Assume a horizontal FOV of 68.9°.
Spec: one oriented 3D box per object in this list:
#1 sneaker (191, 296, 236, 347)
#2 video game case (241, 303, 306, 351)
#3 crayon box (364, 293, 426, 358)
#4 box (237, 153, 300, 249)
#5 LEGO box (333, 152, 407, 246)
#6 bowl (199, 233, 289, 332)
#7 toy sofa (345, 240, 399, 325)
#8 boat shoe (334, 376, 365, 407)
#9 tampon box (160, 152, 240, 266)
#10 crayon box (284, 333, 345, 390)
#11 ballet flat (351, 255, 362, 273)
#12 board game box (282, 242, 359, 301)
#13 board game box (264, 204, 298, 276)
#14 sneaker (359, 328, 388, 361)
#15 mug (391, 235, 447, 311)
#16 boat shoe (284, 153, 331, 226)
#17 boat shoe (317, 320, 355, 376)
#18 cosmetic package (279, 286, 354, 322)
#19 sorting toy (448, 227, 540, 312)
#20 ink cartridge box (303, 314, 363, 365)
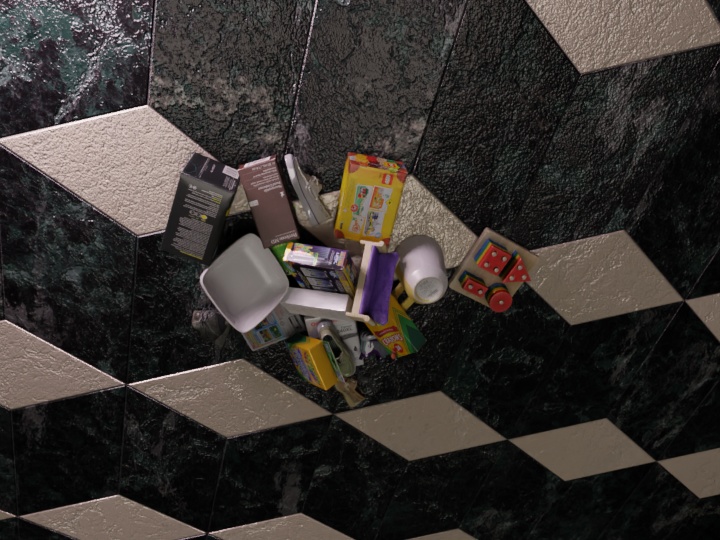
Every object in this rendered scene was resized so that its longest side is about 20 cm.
[{"bbox_3d":[-0.399,0.124,1.433,0.112,0.077,0.201,23,132,-13],"label":"sneaker"},{"bbox_3d":[-0.272,0.122,1.496,0.178,0.024,0.203,-20,121,6],"label":"video game case"},{"bbox_3d":[0.073,0.139,1.423,0.201,0.051,0.126,52,146,-5],"label":"crayon box"},{"bbox_3d":[-0.221,-0.168,1.285,0.097,0.075,0.205,-16,111,1],"label":"box"},{"bbox_3d":[0.021,-0.177,1.324,0.144,0.078,0.205,8,119,-12],"label":"LEGO box"},{"bbox_3d":[-0.300,0.030,1.346,0.200,0.074,0.202,-46,116,-25],"label":"bowl"},{"bbox_3d":[0.033,0.032,1.324,0.095,0.083,0.206,9,79,15],"label":"toy sofa"},{"bbox_3d":[-0.043,0.344,1.627,0.063,0.072,0.202,-25,130,3],"label":"boat shoe"},{"bbox_3d":[-0.378,-0.146,1.254,0.123,0.151,0.203,19,117,-15],"label":"tampon box"},{"bbox_3d":[-0.130,0.251,1.448,0.051,0.198,0.129,-29,106,-28],"label":"crayon box"},{"bbox_3d":[0.000,0.000,1.441,0.198,0.073,0.072,32,113,-22],"label":"ballet flat"},{"bbox_3d":[-0.091,0.007,1.346,0.160,0.058,0.201,8,156,15],"label":"board game box"},{"bbox_3d":[-0.210,-0.081,1.383,0.092,0.030,0.205,-3,122,-4],"label":"board game box"},{"bbox_3d":[0.079,0.218,1.535,0.195,0.074,0.090,5,100,-28],"label":"sneaker"},{"bbox_3d":[0.166,0.026,1.415,0.145,0.154,0.191,2,121,-8],"label":"mug"},{"bbox_3d":[-0.126,-0.202,1.299,0.064,0.072,0.203,-21,121,2],"label":"boat shoe"},{"bbox_3d":[-0.069,0.231,1.460,0.070,0.063,0.203,-24,121,8],"label":"boat shoe"},{"bbox_3d":[-0.113,0.089,1.405,0.194,0.052,0.083,7,158,20],"label":"cosmetic package"},{"bbox_3d":[0.384,0.016,1.482,0.195,0.070,0.202,24,114,-19],"label":"sorting toy"},{"bbox_3d":[-0.076,0.183,1.517,0.141,0.084,0.204,-11,121,0],"label":"ink cartridge box"}]
